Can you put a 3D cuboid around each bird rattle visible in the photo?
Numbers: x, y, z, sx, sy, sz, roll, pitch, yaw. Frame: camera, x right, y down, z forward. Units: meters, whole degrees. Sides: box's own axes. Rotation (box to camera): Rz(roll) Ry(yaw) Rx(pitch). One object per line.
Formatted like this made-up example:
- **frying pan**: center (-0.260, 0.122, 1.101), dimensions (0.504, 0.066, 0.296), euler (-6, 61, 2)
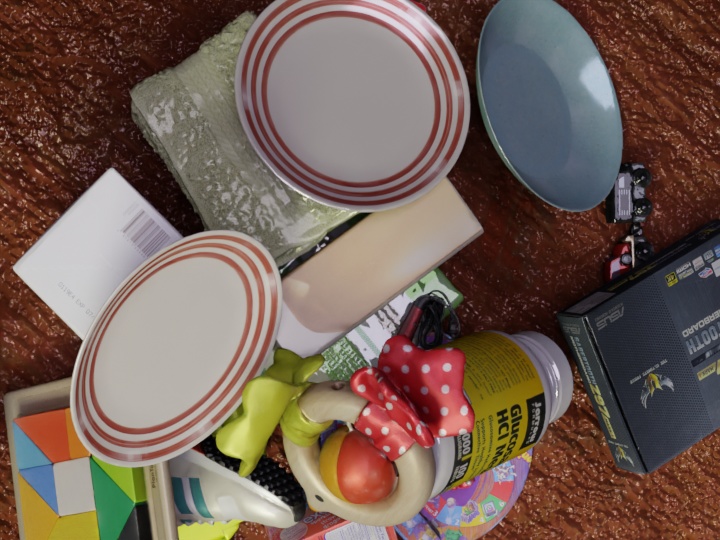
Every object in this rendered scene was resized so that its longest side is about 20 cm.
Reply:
- **bird rattle**: center (0.001, 0.125, 1.095), dimensions (0.198, 0.113, 0.164), euler (-4, 122, 23)

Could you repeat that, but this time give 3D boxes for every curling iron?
- **curling iron**: center (0.027, 0.109, 1.251), dimensions (0.049, 0.026, 0.201), euler (31, 90, -4)

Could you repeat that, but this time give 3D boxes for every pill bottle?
- **pill bottle**: center (0.089, 0.115, 1.197), dimensions (0.199, 0.112, 0.114), euler (-17, 93, -44)

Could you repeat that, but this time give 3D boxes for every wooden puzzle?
- **wooden puzzle**: center (-0.228, 0.179, 1.166), dimensions (0.037, 0.199, 0.187), euler (2, 76, -52)

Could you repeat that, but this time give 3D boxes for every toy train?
- **toy train**: center (0.247, 0.001, 1.309), dimensions (0.045, 0.034, 0.203), euler (-2, 90, -6)

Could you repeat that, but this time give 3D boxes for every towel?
- **towel**: center (-0.025, 0.036, 1.273), dimensions (0.200, 0.031, 0.150), euler (-40, 93, -8)
- **towel**: center (-0.092, -0.104, 1.191), dimensions (0.148, 0.036, 0.201), euler (-33, 84, 1)

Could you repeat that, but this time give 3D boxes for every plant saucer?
- **plant saucer**: center (0.159, -0.145, 1.260), dimensions (0.200, 0.038, 0.203), euler (17, 65, -40)

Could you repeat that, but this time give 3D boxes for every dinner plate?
- **dinner plate**: center (-0.139, 0.057, 1.066), dimensions (0.024, 0.200, 0.201), euler (32, 84, 34)
- **dinner plate**: center (-0.007, -0.142, 1.164), dimensions (0.198, 0.024, 0.203), euler (4, 73, -13)

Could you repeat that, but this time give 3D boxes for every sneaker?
- **sneaker**: center (-0.140, 0.188, 1.183), dimensions (0.198, 0.070, 0.094), euler (21, 98, 17)

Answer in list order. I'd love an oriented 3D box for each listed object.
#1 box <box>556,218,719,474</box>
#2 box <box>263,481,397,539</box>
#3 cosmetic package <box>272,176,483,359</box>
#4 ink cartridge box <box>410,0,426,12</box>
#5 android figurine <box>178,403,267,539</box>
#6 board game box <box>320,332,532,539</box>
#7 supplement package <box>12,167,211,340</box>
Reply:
- **box**: center (0.290, 0.066, 1.277), dimensions (0.199, 0.051, 0.159), euler (-27, 102, -20)
- **box**: center (-0.007, 0.279, 1.216), dimensions (0.102, 0.095, 0.202), euler (-22, 112, -8)
- **cosmetic package**: center (0.000, 0.000, 1.213), dimensions (0.199, 0.105, 0.071), euler (-37, 91, -10)
- **ink cartridge box**: center (-0.029, -0.168, 1.242), dimensions (0.115, 0.067, 0.202), euler (22, 87, 6)
- **android figurine**: center (-0.173, 0.176, 1.249), dimensions (0.180, 0.041, 0.202), euler (-18, 91, -8)
- **board game box**: center (0.066, 0.156, 1.280), dimensions (0.158, 0.039, 0.200), euler (-43, 96, -6)
- **supplement package**: center (-0.198, -0.002, 1.163), dimensions (0.114, 0.200, 0.110), euler (45, 85, -5)
